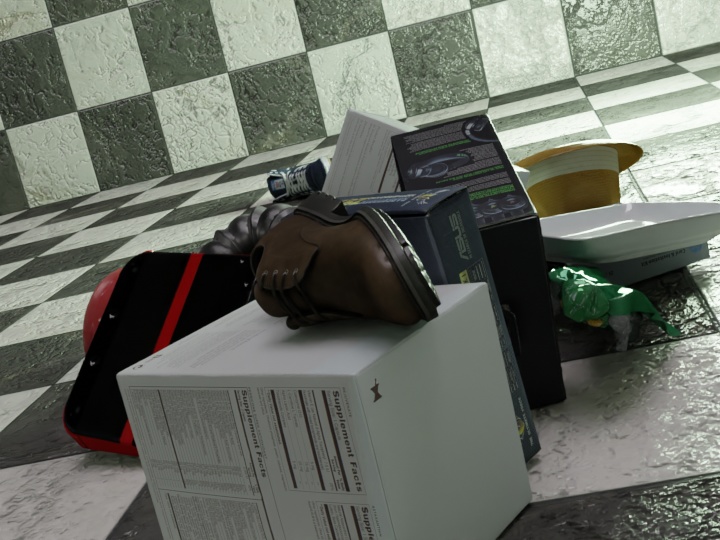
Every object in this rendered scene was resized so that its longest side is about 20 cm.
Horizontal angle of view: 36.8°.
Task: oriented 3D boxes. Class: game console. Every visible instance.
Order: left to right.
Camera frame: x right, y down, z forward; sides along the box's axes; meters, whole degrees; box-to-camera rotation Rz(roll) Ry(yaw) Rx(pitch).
[{"bbox_3d":[-0.179,0.074,0.999,0.174,0.031,0.203,3,63,29],"label":"game console"}]

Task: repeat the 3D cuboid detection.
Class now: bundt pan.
[{"bbox_3d":[-0.117,-0.001,1.236,0.199,0.076,0.204,-20,37,16],"label":"bundt pan"}]

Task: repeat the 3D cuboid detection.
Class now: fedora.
[{"bbox_3d":[0.262,-0.096,1.331,0.197,0.083,0.201,-11,-11,-2],"label":"fedora"}]

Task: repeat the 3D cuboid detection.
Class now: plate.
[{"bbox_3d":[0.240,-0.036,1.035,0.196,0.033,0.199,-12,8,-22],"label":"plate"}]

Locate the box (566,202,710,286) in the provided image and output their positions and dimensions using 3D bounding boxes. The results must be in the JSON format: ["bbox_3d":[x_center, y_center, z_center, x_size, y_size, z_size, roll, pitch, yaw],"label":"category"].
[{"bbox_3d":[0.261,-0.025,1.182,0.153,0.042,0.200,-17,14,-9],"label":"box"}]

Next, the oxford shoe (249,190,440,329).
[{"bbox_3d":[-0.015,0.008,0.640,0.084,0.073,0.199,-35,17,-14],"label":"oxford shoe"}]

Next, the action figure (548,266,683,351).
[{"bbox_3d":[0.187,0.027,0.853,0.117,0.055,0.199,26,5,22],"label":"action figure"}]

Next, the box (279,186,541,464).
[{"bbox_3d":[0.034,0.045,0.778,0.156,0.203,0.051,0,24,47],"label":"box"}]

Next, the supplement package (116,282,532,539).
[{"bbox_3d":[-0.021,0.107,0.693,0.197,0.153,0.151,-4,15,38],"label":"supplement package"}]

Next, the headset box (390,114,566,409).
[{"bbox_3d":[0.094,-0.002,0.880,0.091,0.177,0.201,-13,30,2],"label":"headset box"}]

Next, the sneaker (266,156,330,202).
[{"bbox_3d":[-0.124,-0.181,2.176,0.107,0.072,0.200,-14,5,-19],"label":"sneaker"}]

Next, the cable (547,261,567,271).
[{"bbox_3d":[0.130,0.027,1.083,0.198,0.052,0.162,-10,13,45],"label":"cable"}]

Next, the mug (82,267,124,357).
[{"bbox_3d":[-0.169,0.086,1.088,0.197,0.181,0.133,0,-18,35],"label":"mug"}]

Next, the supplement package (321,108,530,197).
[{"bbox_3d":[0.074,-0.097,1.234,0.198,0.111,0.113,25,13,26],"label":"supplement package"}]
